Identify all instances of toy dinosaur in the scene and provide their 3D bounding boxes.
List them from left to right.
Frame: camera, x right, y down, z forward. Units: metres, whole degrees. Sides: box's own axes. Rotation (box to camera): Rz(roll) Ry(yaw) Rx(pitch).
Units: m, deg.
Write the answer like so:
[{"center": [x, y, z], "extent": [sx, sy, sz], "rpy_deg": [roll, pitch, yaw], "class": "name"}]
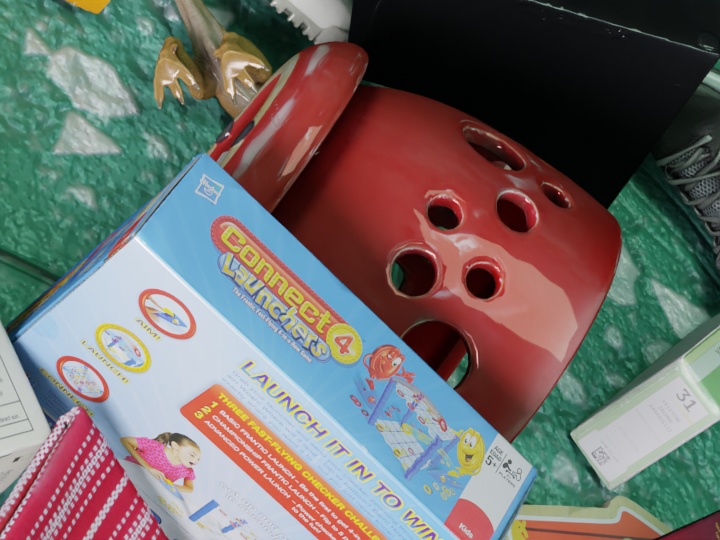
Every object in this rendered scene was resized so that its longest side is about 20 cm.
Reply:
[{"center": [-0.078, -0.116, 1.101], "extent": [0.200, 0.060, 0.106], "rpy_deg": [57, 12, 1], "class": "toy dinosaur"}]

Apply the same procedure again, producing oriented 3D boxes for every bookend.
[{"center": [0.072, -0.122, 1.142], "extent": [0.198, 0.200, 0.093], "rpy_deg": [14, 55, -11], "class": "bookend"}]

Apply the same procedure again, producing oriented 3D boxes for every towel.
[{"center": [-0.103, 0.177, 0.861], "extent": [0.201, 0.022, 0.145], "rpy_deg": [62, 37, -31], "class": "towel"}]

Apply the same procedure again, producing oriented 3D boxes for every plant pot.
[{"center": [0.000, 0.000, 0.984], "extent": [0.182, 0.200, 0.201], "rpy_deg": [39, 46, -9], "class": "plant pot"}]

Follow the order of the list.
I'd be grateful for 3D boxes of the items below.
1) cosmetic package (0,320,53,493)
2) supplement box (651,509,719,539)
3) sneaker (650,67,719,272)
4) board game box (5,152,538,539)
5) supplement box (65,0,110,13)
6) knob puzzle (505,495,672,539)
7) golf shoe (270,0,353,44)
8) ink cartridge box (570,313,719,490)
[{"center": [-0.225, 0.011, 0.871], "extent": [0.103, 0.073, 0.201], "rpy_deg": [-12, 68, -42], "class": "cosmetic package"}, {"center": [0.169, 0.193, 1.058], "extent": [0.199, 0.061, 0.109], "rpy_deg": [-16, 76, -42], "class": "supplement box"}, {"center": [0.232, -0.041, 1.275], "extent": [0.200, 0.075, 0.116], "rpy_deg": [35, 52, -28], "class": "sneaker"}, {"center": [-0.056, 0.070, 0.893], "extent": [0.200, 0.196, 0.056], "rpy_deg": [44, 52, -10], "class": "board game box"}, {"center": [-0.173, -0.252, 1.079], "extent": [0.126, 0.073, 0.201], "rpy_deg": [19, 54, -29], "class": "supplement box"}, {"center": [0.165, 0.215, 1.106], "extent": [0.219, 0.030, 0.221], "rpy_deg": [20, 53, -29], "class": "knob puzzle"}, {"center": [-0.041, -0.223, 1.142], "extent": [0.201, 0.097, 0.078], "rpy_deg": [61, 16, 4], "class": "golf shoe"}, {"center": [0.224, 0.036, 1.140], "extent": [0.145, 0.200, 0.048], "rpy_deg": [-31, 84, -45], "class": "ink cartridge box"}]
